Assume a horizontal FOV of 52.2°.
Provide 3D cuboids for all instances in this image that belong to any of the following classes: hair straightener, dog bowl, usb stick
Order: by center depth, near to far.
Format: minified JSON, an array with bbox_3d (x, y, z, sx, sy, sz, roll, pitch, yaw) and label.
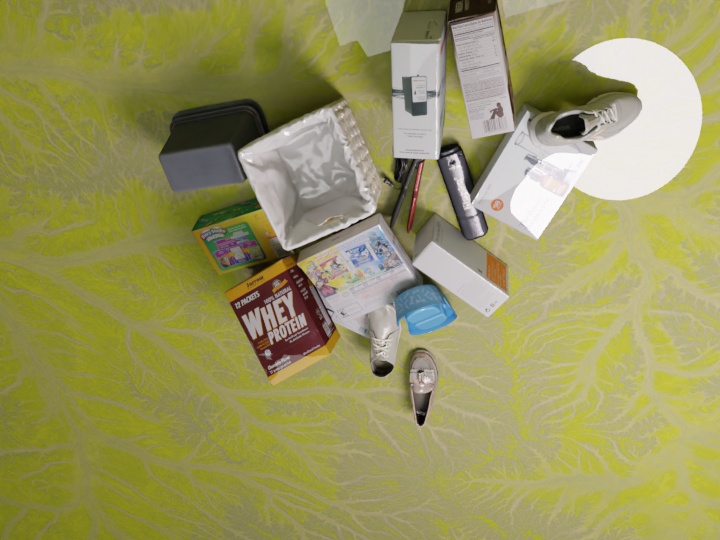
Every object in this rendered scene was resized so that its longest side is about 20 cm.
[{"bbox_3d":[0.196,-0.147,1.408,0.054,0.033,0.203,-12,122,19],"label":"usb stick"},{"bbox_3d":[0.079,-0.168,1.411,0.075,0.041,0.204,12,128,2],"label":"hair straightener"},{"bbox_3d":[0.132,0.081,1.517,0.109,0.051,0.200,-23,158,13],"label":"dog bowl"}]

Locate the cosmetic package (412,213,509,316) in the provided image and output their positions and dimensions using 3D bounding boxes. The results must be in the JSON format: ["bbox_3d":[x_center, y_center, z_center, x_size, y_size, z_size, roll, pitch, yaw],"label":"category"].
[{"bbox_3d":[0.202,-0.010,1.466,0.198,0.103,0.071,33,126,-14],"label":"cosmetic package"}]

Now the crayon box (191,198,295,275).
[{"bbox_3d":[-0.239,-0.075,1.536,0.195,0.059,0.121,-14,122,21],"label":"crayon box"}]

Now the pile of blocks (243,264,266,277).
[{"bbox_3d":[-0.191,0.068,1.630,0.199,0.063,0.082,41,124,-18],"label":"pile of blocks"}]

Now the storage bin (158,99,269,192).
[{"bbox_3d":[-0.278,-0.216,1.392,0.194,0.136,0.148,-5,126,16],"label":"storage bin"}]

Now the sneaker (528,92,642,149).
[{"bbox_3d":[0.385,-0.247,1.225,0.195,0.092,0.078,-18,100,-3],"label":"sneaker"}]

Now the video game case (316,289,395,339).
[{"bbox_3d":[0.003,0.049,1.586,0.196,0.046,0.183,25,128,-8],"label":"video game case"}]

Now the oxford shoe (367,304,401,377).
[{"bbox_3d":[0.049,0.153,1.591,0.073,0.058,0.204,7,126,9],"label":"oxford shoe"}]

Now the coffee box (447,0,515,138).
[{"bbox_3d":[0.203,-0.340,1.213,0.078,0.114,0.204,-8,124,17],"label":"coffee box"}]

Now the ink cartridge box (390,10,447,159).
[{"bbox_3d":[0.100,-0.312,1.235,0.081,0.148,0.204,4,126,10],"label":"ink cartridge box"}]

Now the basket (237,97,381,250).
[{"bbox_3d":[-0.080,-0.177,1.326,0.194,0.161,0.204,-21,104,18],"label":"basket"}]

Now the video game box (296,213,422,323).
[{"bbox_3d":[0.000,0.000,1.484,0.196,0.047,0.183,-23,125,22],"label":"video game box"}]

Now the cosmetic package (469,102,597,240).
[{"bbox_3d":[0.310,-0.176,1.336,0.148,0.052,0.203,26,119,-6],"label":"cosmetic package"}]

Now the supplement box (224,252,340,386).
[{"bbox_3d":[-0.150,0.091,1.481,0.130,0.197,0.204,-27,93,7],"label":"supplement box"}]

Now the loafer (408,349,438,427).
[{"bbox_3d":[0.146,0.279,1.715,0.070,0.064,0.204,2,127,9],"label":"loafer"}]

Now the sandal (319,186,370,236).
[{"bbox_3d":[-0.012,-0.102,1.474,0.197,0.055,0.082,29,117,-20],"label":"sandal"}]
